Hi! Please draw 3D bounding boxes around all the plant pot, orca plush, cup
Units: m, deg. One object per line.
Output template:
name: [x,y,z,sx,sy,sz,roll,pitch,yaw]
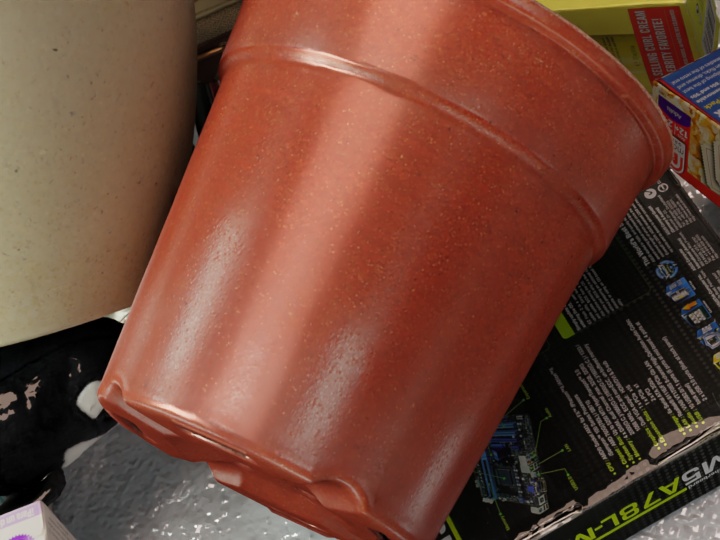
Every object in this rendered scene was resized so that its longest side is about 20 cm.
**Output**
plant pot: [0.000,0.000,0.739,0.199,0.201,0.197,17,74,32]
orca plush: [-0.193,0.058,0.793,0.198,0.071,0.106,-11,51,13]
cup: [-0.153,-0.047,0.779,0.198,0.145,0.200,-14,7,2]

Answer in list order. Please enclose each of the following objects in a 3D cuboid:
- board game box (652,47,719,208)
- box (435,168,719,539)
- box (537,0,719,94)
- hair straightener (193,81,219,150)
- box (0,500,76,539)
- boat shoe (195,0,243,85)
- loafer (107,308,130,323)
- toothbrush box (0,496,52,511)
board game box: [0.247,-0.048,0.781,0.150,0.047,0.200,-27,47,-20]
box: [0.079,0.034,0.821,0.192,0.048,0.201,-32,50,2]
box: [0.079,-0.126,0.921,0.198,0.075,0.051,-1,57,21]
hair straightener: [-0.103,-0.055,0.949,0.076,0.041,0.201,0,48,-21]
box: [-0.212,0.154,0.748,0.198,0.042,0.039,-21,51,4]
boat shoe: [-0.091,-0.121,0.921,0.198,0.072,0.073,-26,39,17]
loafer: [-0.157,-0.031,0.957,0.063,0.072,0.200,-40,53,0]
toothbrush box: [-0.222,0.157,0.832,0.145,0.086,0.202,-19,51,8]
